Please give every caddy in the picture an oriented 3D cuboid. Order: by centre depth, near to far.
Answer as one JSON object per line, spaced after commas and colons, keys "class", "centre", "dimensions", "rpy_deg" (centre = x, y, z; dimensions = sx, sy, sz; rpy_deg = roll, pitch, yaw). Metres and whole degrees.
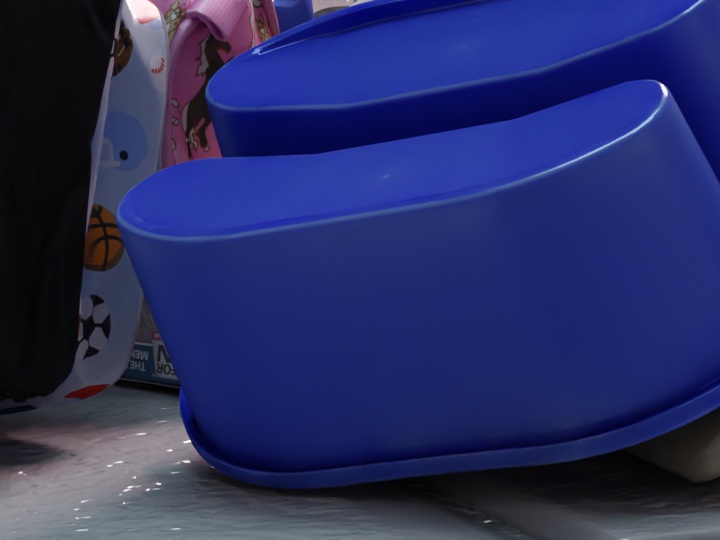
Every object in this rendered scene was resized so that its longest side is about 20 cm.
{"class": "caddy", "centre": [0.033, -0.005, 0.714], "dimensions": [0.199, 0.105, 0.142], "rpy_deg": [-8, 31, 29]}

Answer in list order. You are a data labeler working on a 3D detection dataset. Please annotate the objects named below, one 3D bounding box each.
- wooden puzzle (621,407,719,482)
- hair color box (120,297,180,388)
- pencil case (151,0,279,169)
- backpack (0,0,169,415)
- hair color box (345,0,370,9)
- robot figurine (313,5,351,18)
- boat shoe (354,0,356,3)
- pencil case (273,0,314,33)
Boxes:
{"class": "wooden puzzle", "centre": [0.156, 0.029, 0.773], "dimensions": [0.199, 0.037, 0.185], "rpy_deg": [-9, 8, -15]}
{"class": "hair color box", "centre": [0.000, 0.000, 0.947], "dimensions": [0.200, 0.061, 0.100], "rpy_deg": [-8, 8, -41]}
{"class": "pencil case", "centre": [-0.123, -0.086, 0.918], "dimensions": [0.199, 0.083, 0.087], "rpy_deg": [18, -7, 24]}
{"class": "backpack", "centre": [-0.158, -0.037, 0.800], "dimensions": [0.190, 0.201, 0.154], "rpy_deg": [-7, -28, 30]}
{"class": "hair color box", "centre": [0.098, -0.051, 0.810], "dimensions": [0.199, 0.061, 0.099], "rpy_deg": [12, 29, 21]}
{"class": "robot figurine", "centre": [0.034, -0.076, 1.330], "dimensions": [0.199, 0.125, 0.150], "rpy_deg": [-5, 21, -21]}
{"class": "boat shoe", "centre": [0.037, -0.086, 1.044], "dimensions": [0.071, 0.072, 0.200], "rpy_deg": [-7, 26, -5]}
{"class": "pencil case", "centre": [-0.090, -0.066, 1.087], "dimensions": [0.087, 0.078, 0.200], "rpy_deg": [30, 55, 8]}
